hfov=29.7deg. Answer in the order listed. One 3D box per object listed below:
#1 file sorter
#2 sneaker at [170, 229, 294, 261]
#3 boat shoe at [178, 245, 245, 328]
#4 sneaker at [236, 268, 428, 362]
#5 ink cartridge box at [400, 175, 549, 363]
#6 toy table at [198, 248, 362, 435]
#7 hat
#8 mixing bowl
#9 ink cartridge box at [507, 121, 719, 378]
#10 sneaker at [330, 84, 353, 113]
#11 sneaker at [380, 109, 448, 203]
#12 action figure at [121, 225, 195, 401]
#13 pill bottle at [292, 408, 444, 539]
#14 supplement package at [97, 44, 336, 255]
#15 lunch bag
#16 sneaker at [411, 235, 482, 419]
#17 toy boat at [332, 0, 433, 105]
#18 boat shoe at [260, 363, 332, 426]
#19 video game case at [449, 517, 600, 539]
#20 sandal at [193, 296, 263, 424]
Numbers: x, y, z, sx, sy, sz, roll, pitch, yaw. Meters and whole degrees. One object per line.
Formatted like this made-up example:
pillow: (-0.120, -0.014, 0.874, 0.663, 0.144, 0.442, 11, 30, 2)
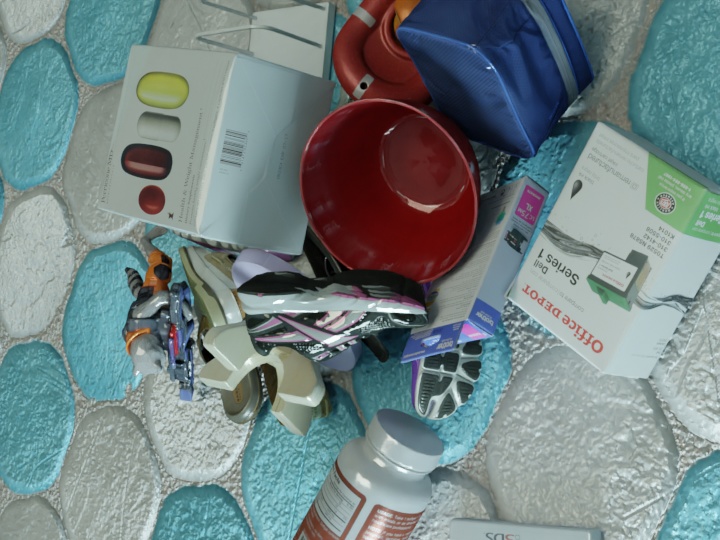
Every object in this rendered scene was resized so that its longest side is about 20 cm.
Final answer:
file sorter: (-0.128, -0.234, 1.657, 0.138, 0.124, 0.202, 2, 86, 42)
sneaker: (-0.156, -0.067, 1.699, 0.199, 0.080, 0.089, 8, 83, 38)
boat shoe: (-0.173, 0.015, 1.669, 0.200, 0.068, 0.075, -131, 20, -59)
sneaker: (-0.025, 0.051, 1.391, 0.198, 0.080, 0.087, 2, 112, 14)
ink cartridge box: (0.115, 0.007, 1.380, 0.119, 0.042, 0.201, -21, 40, 62)
toy table: (-0.092, 0.084, 1.500, 0.183, 0.200, 0.118, -5, 49, 52)
hat: (0.000, 0.000, 1.517, 0.081, 0.201, 0.201, -34, 56, -6)
mixing bowl: (0.048, -0.096, 1.410, 0.198, 0.108, 0.202, 12, 117, 24)
ink cartridge box: (0.252, -0.017, 1.304, 0.146, 0.084, 0.201, 39, 110, 39)
sneaker: (0.013, -0.179, 1.567, 0.088, 0.075, 0.201, 44, 119, 21)
sneaker: (0.045, -0.131, 1.500, 0.083, 0.072, 0.200, 41, 115, 6)
action figure: (-0.257, 0.071, 1.707, 0.194, 0.103, 0.202, -90, 2, -54)
pill bottle: (0.009, 0.256, 1.476, 0.112, 0.112, 0.201, 42, 112, 37)
supplement package: (-0.159, -0.133, 1.477, 0.199, 0.146, 0.193, 13, 92, 47)
lunch bag: (0.139, -0.228, 1.354, 0.135, 0.200, 0.133, 26, 70, 39)
sneaker: (0.083, 0.062, 1.472, 0.083, 0.080, 0.202, -15, 65, 55)
toy boat: (0.056, -0.260, 1.445, 0.130, 0.131, 0.201, 39, 92, 3)
boat shoe: (-0.089, 0.092, 1.631, 0.073, 0.062, 0.202, 123, 136, -56)
video game case: (0.164, 0.359, 1.379, 0.181, 0.024, 0.202, -5, 82, 43)
sandal: (-0.176, 0.098, 1.703, 0.081, 0.054, 0.202, -34, 58, 34)
